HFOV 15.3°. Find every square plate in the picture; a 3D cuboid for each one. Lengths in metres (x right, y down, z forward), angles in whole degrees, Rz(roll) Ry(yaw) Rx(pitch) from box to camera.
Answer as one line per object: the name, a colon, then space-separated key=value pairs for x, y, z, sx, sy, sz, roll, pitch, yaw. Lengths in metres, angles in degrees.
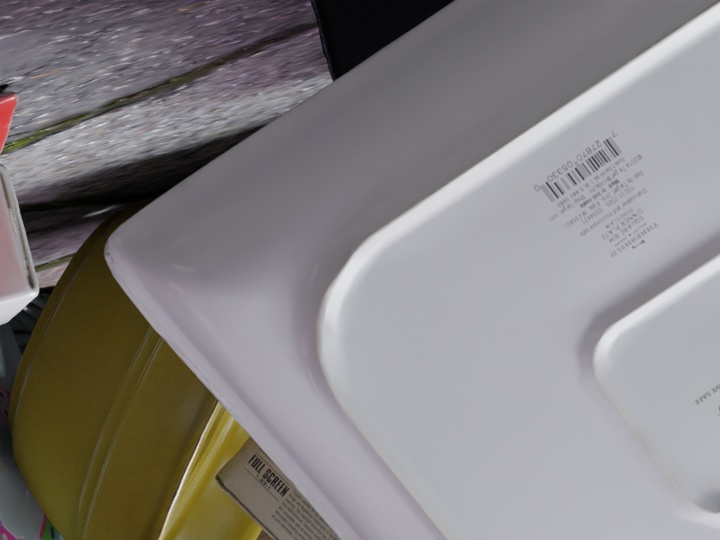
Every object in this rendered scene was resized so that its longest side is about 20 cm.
square plate: x=0.080 y=0.017 z=0.578 sx=0.200 sy=0.198 sz=0.028 roll=-34 pitch=-156 yaw=10

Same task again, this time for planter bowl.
planter bowl: x=-0.068 y=0.036 z=0.945 sx=0.083 sy=0.201 sz=0.200 roll=25 pitch=-177 yaw=10

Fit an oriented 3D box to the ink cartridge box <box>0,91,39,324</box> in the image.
ink cartridge box: x=-0.188 y=0.012 z=0.726 sx=0.199 sy=0.045 sz=0.176 roll=-16 pitch=177 yaw=-13

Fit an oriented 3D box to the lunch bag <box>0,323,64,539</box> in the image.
lunch bag: x=-0.151 y=0.100 z=0.948 sx=0.077 sy=0.201 sz=0.160 roll=-17 pitch=174 yaw=6

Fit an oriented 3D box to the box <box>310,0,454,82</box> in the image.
box: x=0.102 y=-0.033 z=0.696 sx=0.199 sy=0.125 sz=0.197 roll=-16 pitch=176 yaw=2

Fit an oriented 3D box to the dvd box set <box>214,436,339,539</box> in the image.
dvd box set: x=0.067 y=0.041 z=0.841 sx=0.200 sy=0.146 sz=0.029 roll=-52 pitch=167 yaw=16

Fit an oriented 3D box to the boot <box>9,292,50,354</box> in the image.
boot: x=-0.172 y=0.064 z=1.233 sx=0.168 sy=0.077 sz=0.200 roll=-24 pitch=179 yaw=33

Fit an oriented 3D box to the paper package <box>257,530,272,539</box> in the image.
paper package: x=-0.048 y=0.097 z=1.365 sx=0.199 sy=0.192 sz=0.103 roll=-20 pitch=172 yaw=29
